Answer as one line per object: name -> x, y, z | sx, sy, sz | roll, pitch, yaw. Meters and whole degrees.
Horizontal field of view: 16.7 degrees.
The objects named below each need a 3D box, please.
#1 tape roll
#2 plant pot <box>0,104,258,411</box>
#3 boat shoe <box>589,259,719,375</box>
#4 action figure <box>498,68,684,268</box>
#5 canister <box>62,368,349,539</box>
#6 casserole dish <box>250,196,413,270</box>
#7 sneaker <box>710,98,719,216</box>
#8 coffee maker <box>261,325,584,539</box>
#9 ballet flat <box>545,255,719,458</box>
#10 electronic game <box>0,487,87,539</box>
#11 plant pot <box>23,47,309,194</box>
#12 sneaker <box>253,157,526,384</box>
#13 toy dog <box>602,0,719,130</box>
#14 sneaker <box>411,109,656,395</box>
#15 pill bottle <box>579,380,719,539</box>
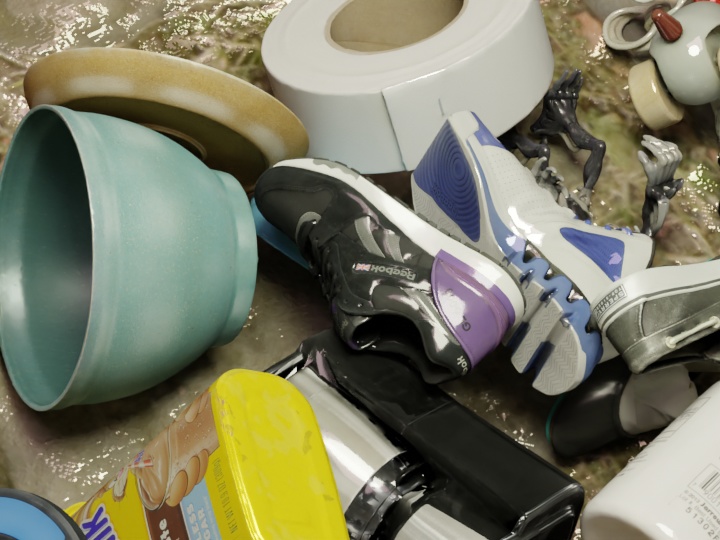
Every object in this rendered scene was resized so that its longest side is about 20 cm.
tape roll -> 0.034, -0.152, 1.741 | 0.202, 0.071, 0.202 | -12, 33, 8
plant pot -> -0.150, -0.008, 1.632 | 0.134, 0.200, 0.200 | 0, 53, -26
boat shoe -> 0.233, 0.031, 1.573 | 0.200, 0.071, 0.064 | -10, 62, -37
action figure -> 0.156, -0.049, 1.700 | 0.119, 0.102, 0.200 | -13, 55, -23
canister -> -0.102, 0.169, 1.485 | 0.087, 0.200, 0.149 | 12, 49, -38
casserole dish -> 0.014, -0.015, 1.675 | 0.200, 0.039, 0.121 | 34, 24, 21
sneaker -> 0.277, -0.080, 1.741 | 0.072, 0.072, 0.200 | -17, 53, -1
coffee maker -> 0.039, 0.127, 1.558 | 0.200, 0.135, 0.192 | 36, 61, 23
ballet flat -> 0.208, 0.058, 1.639 | 0.068, 0.068, 0.200 | 22, 56, 43
electronic game -> -0.234, 0.230, 1.494 | 0.200, 0.042, 0.200 | -14, 64, 31
plant pot -> -0.135, -0.094, 1.677 | 0.200, 0.200, 0.027 | 9, 69, 6
sneaker -> 0.000, 0.000, 1.562 | 0.200, 0.076, 0.088 | 29, 59, 24
toy dog -> 0.231, -0.189, 1.746 | 0.132, 0.096, 0.200 | -29, 36, 10
sneaker -> 0.124, -0.012, 1.619 | 0.115, 0.081, 0.199 | -12, 62, -39
pill bottle -> 0.244, 0.133, 1.566 | 0.114, 0.114, 0.200 | 38, 62, 23
